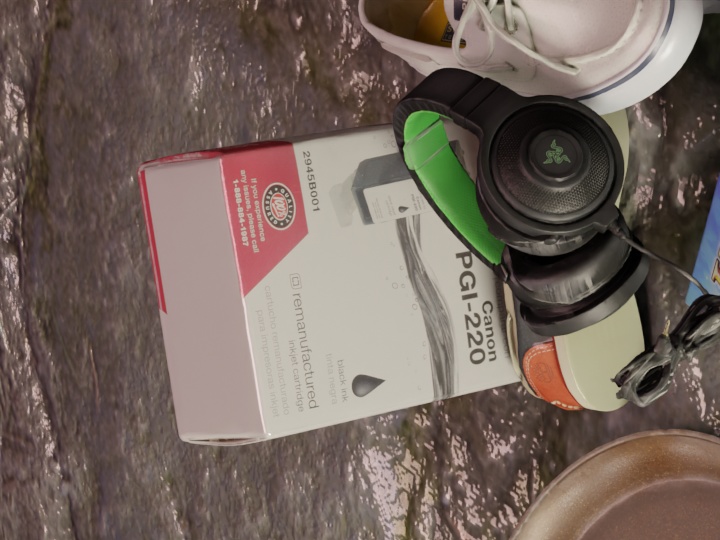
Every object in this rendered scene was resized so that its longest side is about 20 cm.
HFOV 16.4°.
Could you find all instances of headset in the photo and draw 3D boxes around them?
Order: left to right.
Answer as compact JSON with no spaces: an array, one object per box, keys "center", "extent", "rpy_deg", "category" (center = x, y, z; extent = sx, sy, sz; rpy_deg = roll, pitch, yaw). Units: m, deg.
[{"center":[0.083,-0.013,1.126],"extent":[0.200,0.094,0.124],"rpy_deg":[32,156,37],"category":"headset"}]

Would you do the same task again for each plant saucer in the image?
[{"center":[0.144,0.177,1.198],"extent":[0.200,0.032,0.201],"rpy_deg":[-17,64,38],"category":"plant saucer"}]

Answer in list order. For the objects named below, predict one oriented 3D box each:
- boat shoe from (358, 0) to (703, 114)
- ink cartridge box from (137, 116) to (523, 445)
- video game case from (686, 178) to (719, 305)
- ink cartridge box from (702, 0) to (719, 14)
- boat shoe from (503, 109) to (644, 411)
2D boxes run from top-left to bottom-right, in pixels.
[{"center":[0.065,-0.123,1.154],"extent":[0.202,0.086,0.075],"rpy_deg":[13,83,55],"category":"boat shoe"},{"center":[0.000,0.000,1.274],"extent":[0.085,0.199,0.146],"rpy_deg":[-6,94,53],"category":"ink cartridge box"},{"center":[0.223,-0.009,1.039],"extent":[0.181,0.045,0.200],"rpy_deg":[51,146,38],"category":"video game case"},{"center":[0.191,-0.214,1.066],"extent":[0.200,0.050,0.162],"rpy_deg":[-23,80,58],"category":"ink cartridge box"},{"center":[0.096,-0.028,1.246],"extent":[0.062,0.071,0.201],"rpy_deg":[7,109,58],"category":"boat shoe"}]
